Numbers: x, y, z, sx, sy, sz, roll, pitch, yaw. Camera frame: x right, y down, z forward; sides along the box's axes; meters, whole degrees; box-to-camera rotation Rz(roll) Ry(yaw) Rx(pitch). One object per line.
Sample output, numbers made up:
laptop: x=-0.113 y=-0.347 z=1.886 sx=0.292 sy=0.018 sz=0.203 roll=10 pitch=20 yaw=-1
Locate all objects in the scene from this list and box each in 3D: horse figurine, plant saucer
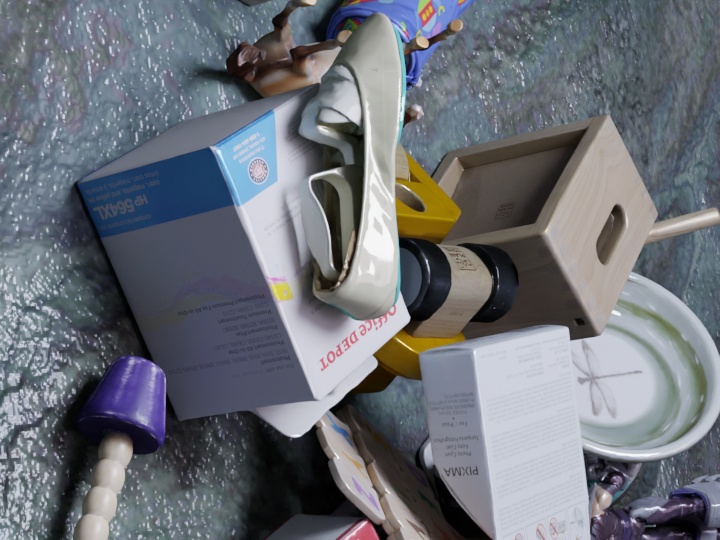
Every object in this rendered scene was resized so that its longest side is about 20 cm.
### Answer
horse figurine: x=-0.021 y=-0.147 z=1.361 sx=0.199 sy=0.132 sz=0.050 roll=2 pitch=68 yaw=-35
plant saucer: x=0.205 y=0.086 z=1.593 sx=0.199 sy=0.050 sz=0.201 roll=7 pitch=51 yaw=-9

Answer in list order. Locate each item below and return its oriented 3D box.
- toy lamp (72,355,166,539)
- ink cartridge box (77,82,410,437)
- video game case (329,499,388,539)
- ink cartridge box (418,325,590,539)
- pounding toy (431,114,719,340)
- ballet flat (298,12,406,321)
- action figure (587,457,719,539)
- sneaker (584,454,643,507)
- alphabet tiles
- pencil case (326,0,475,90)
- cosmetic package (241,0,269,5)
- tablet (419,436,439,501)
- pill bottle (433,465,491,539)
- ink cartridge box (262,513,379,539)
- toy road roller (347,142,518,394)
toy lamp: x=-0.160 y=0.146 z=1.142 sx=0.058 sy=0.058 sz=0.201 roll=41 pitch=50 yaw=-40
ink cartridge box: x=-0.070 y=0.001 z=1.240 sx=0.128 sy=0.125 sz=0.201 roll=-37 pitch=111 yaw=-51
video game case: x=0.007 y=0.263 z=1.365 sx=0.200 sy=0.023 sz=0.183 roll=-36 pitch=111 yaw=-51
ink cartridge box: x=0.106 y=0.145 z=1.317 sx=0.160 sy=0.047 sz=0.201 roll=-7 pitch=92 yaw=-61
pounding toy: x=0.154 y=-0.024 z=1.498 sx=0.143 sy=0.183 sz=0.200 roll=59 pitch=41 yaw=-25
ballet flat: x=-0.008 y=-0.069 z=1.189 sx=0.069 sy=0.069 sz=0.201 roll=13 pitch=71 yaw=-51
action figure: x=0.227 y=0.215 z=1.581 sx=0.199 sy=0.069 sz=0.131 roll=-3 pitch=122 yaw=-24
sneaker: x=0.238 y=0.125 z=1.671 sx=0.091 sy=0.077 sz=0.201 roll=53 pitch=49 yaw=-53
alphabet tiles: x=0.036 y=0.169 z=1.301 sx=0.196 sy=0.015 sz=0.200 roll=46 pitch=8 yaw=-28
pencil case: x=0.045 y=-0.213 z=1.487 sx=0.087 sy=0.078 sz=0.200 roll=47 pitch=44 yaw=-12
cosmetic package: x=-0.020 y=-0.263 z=1.313 sx=0.073 sy=0.199 sz=0.104 roll=23 pitch=64 yaw=-48
tablet: x=0.115 y=0.194 z=1.535 sx=0.130 sy=0.014 sz=0.201 roll=-47 pitch=118 yaw=-48
pill bottle: x=0.127 y=0.232 z=1.451 sx=0.106 sy=0.106 sz=0.201 roll=-28 pitch=108 yaw=-52
ink cartridge box: x=-0.024 y=0.283 z=1.239 sx=0.144 sy=0.084 sz=0.201 roll=-36 pitch=110 yaw=-36
toy road roller: x=0.000 y=0.000 z=1.366 sx=0.123 sy=0.146 sz=0.200 roll=4 pitch=41 yaw=-54
